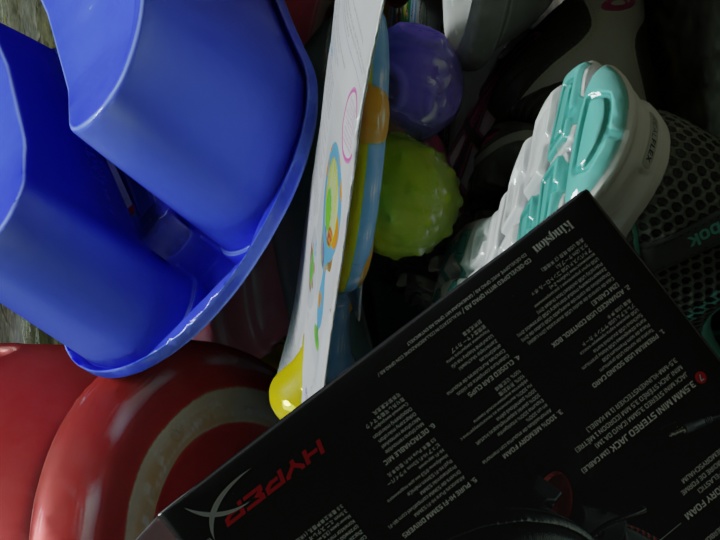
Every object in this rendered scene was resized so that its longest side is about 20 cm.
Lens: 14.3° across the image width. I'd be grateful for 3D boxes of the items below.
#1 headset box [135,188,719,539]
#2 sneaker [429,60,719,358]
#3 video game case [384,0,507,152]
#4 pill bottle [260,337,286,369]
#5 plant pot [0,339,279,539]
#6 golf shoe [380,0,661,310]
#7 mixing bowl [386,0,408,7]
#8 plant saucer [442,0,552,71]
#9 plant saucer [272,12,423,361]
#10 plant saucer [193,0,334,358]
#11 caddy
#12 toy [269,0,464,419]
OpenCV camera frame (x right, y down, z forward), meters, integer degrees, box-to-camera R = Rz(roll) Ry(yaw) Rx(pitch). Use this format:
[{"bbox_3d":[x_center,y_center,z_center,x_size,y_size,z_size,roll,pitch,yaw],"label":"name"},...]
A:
[{"bbox_3d":[0.057,0.106,0.756,0.200,0.148,0.075,51,161,4],"label":"headset box"},{"bbox_3d":[0.075,0.014,0.890,0.200,0.091,0.078,125,159,-62],"label":"sneaker"},{"bbox_3d":[0.032,-0.159,1.158,0.182,0.024,0.201,-112,23,-52],"label":"video game case"},{"bbox_3d":[-0.032,0.089,1.285,0.200,0.111,0.112,-143,51,-71],"label":"pill bottle"},{"bbox_3d":[-0.107,0.120,1.109,0.182,0.200,0.201,-14,78,40],"label":"plant pot"},{"bbox_3d":[0.064,-0.032,1.006,0.200,0.077,0.088,130,157,-69],"label":"golf shoe"},{"bbox_3d":[-0.034,-0.204,1.106,0.200,0.108,0.201,-179,90,-80],"label":"mixing bowl"},{"bbox_3d":[0.061,-0.164,0.943,0.200,0.050,0.201,-176,90,-87],"label":"plant saucer"},{"bbox_3d":[0.000,0.000,1.119,0.200,0.036,0.201,-13,-90,-79],"label":"plant saucer"},{"bbox_3d":[-0.037,-0.055,1.232,0.201,0.051,0.201,5,-90,-81],"label":"plant saucer"},{"bbox_3d":[-0.084,-0.050,1.061,0.141,0.105,0.200,-47,31,17],"label":"caddy"},{"bbox_3d":[0.007,-0.023,0.938,0.115,0.047,0.201,-102,22,-64],"label":"toy"}]
